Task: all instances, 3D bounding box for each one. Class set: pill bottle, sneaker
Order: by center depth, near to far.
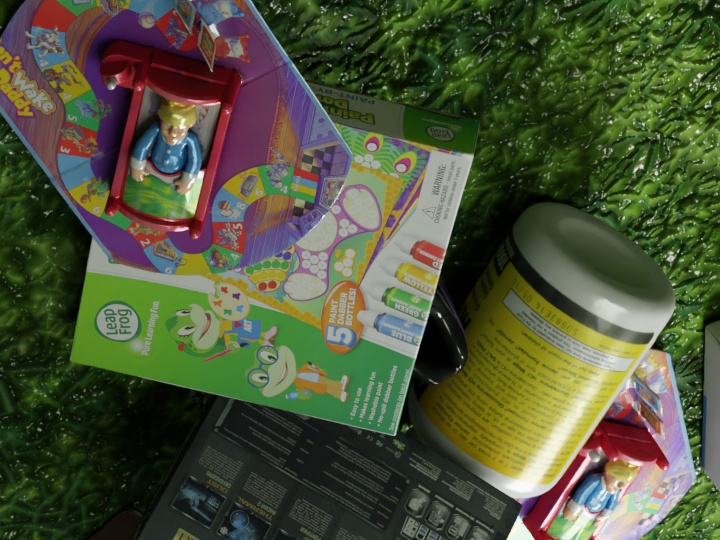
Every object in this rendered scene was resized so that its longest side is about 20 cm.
[{"bbox_3d":[0.000,0.000,1.538,0.076,0.088,0.200,-45,134,11],"label":"sneaker"},{"bbox_3d":[0.100,0.067,1.635,0.112,0.113,0.201,14,118,-37],"label":"pill bottle"}]

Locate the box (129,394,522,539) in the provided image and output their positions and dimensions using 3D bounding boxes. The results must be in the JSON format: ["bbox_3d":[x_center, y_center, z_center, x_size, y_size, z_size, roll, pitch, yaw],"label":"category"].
[{"bbox_3d":[-0.023,0.159,1.557,0.199,0.158,0.051,30,151,-4],"label":"box"}]

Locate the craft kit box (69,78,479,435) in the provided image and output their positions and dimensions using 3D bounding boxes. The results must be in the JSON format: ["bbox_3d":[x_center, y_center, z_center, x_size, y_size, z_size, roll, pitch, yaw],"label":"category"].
[{"bbox_3d":[-0.051,-0.016,1.466,0.196,0.049,0.201,14,124,0],"label":"craft kit box"}]

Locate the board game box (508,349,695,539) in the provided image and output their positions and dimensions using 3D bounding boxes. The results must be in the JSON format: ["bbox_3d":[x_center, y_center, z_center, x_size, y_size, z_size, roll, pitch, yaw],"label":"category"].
[{"bbox_3d":[0.158,0.145,1.773,0.157,0.039,0.201,-26,134,-8],"label":"board game box"}]

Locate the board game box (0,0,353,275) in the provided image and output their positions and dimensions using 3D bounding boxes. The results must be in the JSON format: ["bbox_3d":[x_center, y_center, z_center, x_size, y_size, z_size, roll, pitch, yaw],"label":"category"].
[{"bbox_3d":[-0.105,-0.071,1.386,0.157,0.039,0.201,-24,117,21],"label":"board game box"}]

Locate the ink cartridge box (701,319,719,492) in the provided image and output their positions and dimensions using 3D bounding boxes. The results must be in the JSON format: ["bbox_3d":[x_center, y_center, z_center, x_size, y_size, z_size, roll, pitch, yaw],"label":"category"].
[{"bbox_3d":[0.341,0.080,1.804,0.199,0.084,0.146,-19,133,-15],"label":"ink cartridge box"}]

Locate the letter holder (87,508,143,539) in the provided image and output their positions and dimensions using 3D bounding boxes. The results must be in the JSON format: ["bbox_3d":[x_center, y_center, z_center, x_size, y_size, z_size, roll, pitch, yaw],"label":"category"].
[{"bbox_3d":[-0.085,0.231,1.605,0.142,0.200,0.101,-41,135,8],"label":"letter holder"}]
